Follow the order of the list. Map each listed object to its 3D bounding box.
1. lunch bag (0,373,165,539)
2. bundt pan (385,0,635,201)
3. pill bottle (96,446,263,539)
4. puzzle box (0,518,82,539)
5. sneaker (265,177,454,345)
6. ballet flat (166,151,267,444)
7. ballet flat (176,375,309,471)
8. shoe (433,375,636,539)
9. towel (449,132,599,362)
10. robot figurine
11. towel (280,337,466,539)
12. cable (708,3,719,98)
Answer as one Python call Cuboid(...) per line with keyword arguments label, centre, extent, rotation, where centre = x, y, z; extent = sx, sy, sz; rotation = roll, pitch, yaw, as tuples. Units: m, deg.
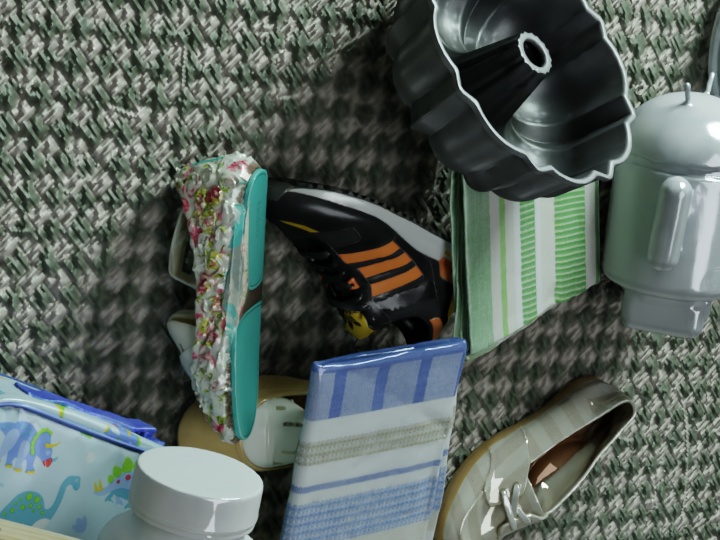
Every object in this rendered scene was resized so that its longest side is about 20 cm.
Cuboid(label="lunch bag", centre=(-0.212, 0.157, 1.414), extent=(0.199, 0.082, 0.162), rotation=(24, 92, -41))
Cuboid(label="bundt pan", centre=(0.097, -0.134, 1.517), extent=(0.201, 0.076, 0.203), rotation=(25, 49, -32))
Cuboid(label="pill bottle", centre=(-0.122, 0.219, 1.382), extent=(0.110, 0.111, 0.201), rotation=(1, 109, -39))
Cuboid(label="puzzle box", centre=(-0.258, 0.207, 1.322), extent=(0.199, 0.025, 0.134), rotation=(15, 112, -7))
Cuboid(label="sneaker", centre=(0.000, 0.000, 1.532), extent=(0.200, 0.070, 0.091), rotation=(23, 82, -43))
Cuboid(label="ballet flat", centre=(-0.099, 0.016, 1.472), extent=(0.076, 0.063, 0.201), rotation=(-34, 129, -70))
Cuboid(label="ballet flat", centre=(-0.036, 0.109, 1.552), extent=(0.199, 0.063, 0.069), rotation=(-6, 103, -38))
Cuboid(label="shoe", centre=(0.138, 0.154, 1.715), extent=(0.200, 0.053, 0.070), rotation=(-40, 126, -22))
Cuboid(label="towel", centre=(0.124, -0.032, 1.617), extent=(0.200, 0.023, 0.154), rotation=(-27, 121, -51))
Cuboid(label="robot figurine", centre=(0.250, -0.052, 1.693), extent=(0.170, 0.112, 0.201), rotation=(-49, 147, -71))
Cuboid(label="towel", centre=(0.005, 0.145, 1.544), extent=(0.146, 0.024, 0.201), rotation=(-9, 118, -39))
Cuboid(label="cable", centre=(0.368, -0.187, 1.769), extent=(0.199, 0.069, 0.201), rotation=(19, 93, -41))
